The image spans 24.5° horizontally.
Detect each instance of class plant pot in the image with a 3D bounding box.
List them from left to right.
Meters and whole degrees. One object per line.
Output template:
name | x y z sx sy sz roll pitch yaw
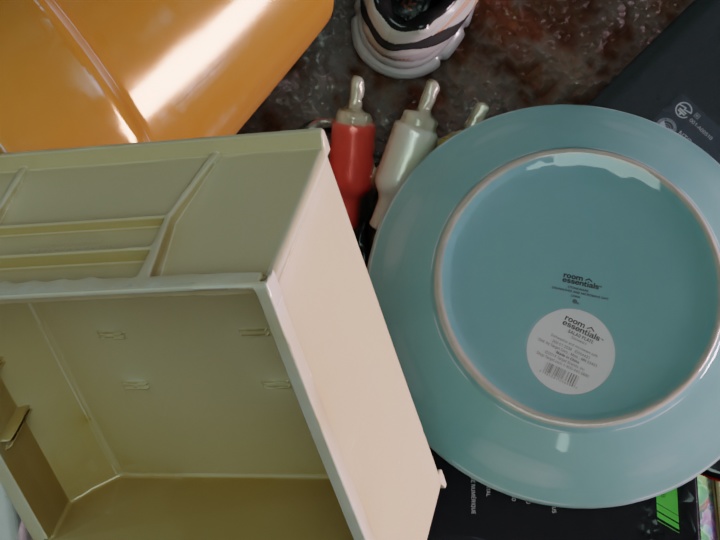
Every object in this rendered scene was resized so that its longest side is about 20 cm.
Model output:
plant pot | -0.119 -0.115 0.782 0.183 0.200 0.200 -39 90 -15

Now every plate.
plate | 0.101 0.010 0.773 0.199 0.026 0.201 0 71 0

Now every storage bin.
storage bin | -0.085 0.054 0.674 0.197 0.094 0.201 -3 131 21

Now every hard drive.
hard drive | 0.184 -0.055 0.824 0.200 0.033 0.140 -44 78 -8

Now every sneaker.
sneaker | 0.059 -0.191 0.828 0.073 0.080 0.201 24 89 1

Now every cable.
cable | 0.000 0.000 0.841 0.097 0.050 0.201 11 90 -3

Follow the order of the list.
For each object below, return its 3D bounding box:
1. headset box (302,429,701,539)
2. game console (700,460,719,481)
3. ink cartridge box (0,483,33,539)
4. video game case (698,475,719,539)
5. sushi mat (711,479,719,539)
headset box | 0.071 0.169 0.781 0.199 0.093 0.175 1 71 0
game console | 0.233 0.004 0.836 0.199 0.031 0.178 -13 81 -3
ink cartridge box | -0.233 0.089 0.798 0.145 0.084 0.201 -3 109 0
video game case | 0.122 0.113 0.859 0.142 0.018 0.201 -4 90 1
sushi mat | 0.233 0.183 0.854 0.095 0.012 0.201 -6 91 -14
